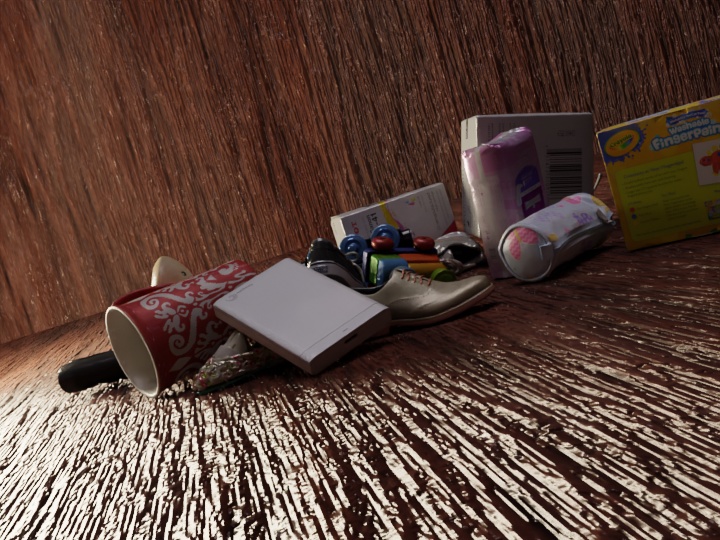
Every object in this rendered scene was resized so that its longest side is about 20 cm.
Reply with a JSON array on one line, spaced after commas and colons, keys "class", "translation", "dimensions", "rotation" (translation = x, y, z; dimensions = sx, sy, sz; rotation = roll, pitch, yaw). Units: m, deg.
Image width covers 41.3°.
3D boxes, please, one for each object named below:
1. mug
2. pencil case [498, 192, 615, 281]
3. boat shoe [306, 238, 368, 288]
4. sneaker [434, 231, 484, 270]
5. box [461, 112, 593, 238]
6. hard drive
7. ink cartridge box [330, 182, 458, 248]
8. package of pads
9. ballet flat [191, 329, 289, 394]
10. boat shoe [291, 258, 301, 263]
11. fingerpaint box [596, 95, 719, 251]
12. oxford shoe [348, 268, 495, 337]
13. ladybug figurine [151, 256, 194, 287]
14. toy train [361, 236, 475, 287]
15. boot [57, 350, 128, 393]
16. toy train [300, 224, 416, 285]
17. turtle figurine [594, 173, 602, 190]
[{"class": "mug", "translation": [-0.245, 0.056, 1.335], "dimensions": [0.199, 0.178, 0.134], "rotation": [-27, -24, -33]}, {"class": "pencil case", "translation": [0.277, -0.047, 1.332], "dimensions": [0.090, 0.084, 0.199], "rotation": [15, 25, 37]}, {"class": "boat shoe", "translation": [-0.031, 0.009, 1.390], "dimensions": [0.073, 0.069, 0.199], "rotation": [-10, -23, 19]}, {"class": "sneaker", "translation": [0.111, -0.016, 1.574], "dimensions": [0.199, 0.076, 0.092], "rotation": [-20, 11, -12]}, {"class": "box", "translation": [0.277, -0.159, 1.596], "dimensions": [0.198, 0.201, 0.131], "rotation": [-3, 5, -4]}, {"class": "hard drive", "translation": [-0.076, 0.052, 1.202], "dimensions": [0.132, 0.027, 0.199], "rotation": [-33, 38, -30]}, {"class": "ink cartridge box", "translation": [0.066, -0.054, 1.670], "dimensions": [0.199, 0.149, 0.086], "rotation": [-20, 5, -14]}, {"class": "package of pads", "translation": [0.221, -0.099, 1.399], "dimensions": [0.075, 0.202, 0.120], "rotation": [-5, 16, 41]}, {"class": "ballet flat", "translation": [-0.129, 0.098, 1.233], "dimensions": [0.199, 0.064, 0.076], "rotation": [-19, 7, -11]}, {"class": "boat shoe", "translation": [-0.104, 0.035, 1.447], "dimensions": [0.071, 0.065, 0.200], "rotation": [-28, 19, -4]}, {"class": "fingerpaint box", "translation": [0.433, -0.132, 1.252], "dimensions": [0.199, 0.168, 0.073], "rotation": [-14, 6, 31]}, {"class": "oxford shoe", "translation": [0.071, 0.031, 1.222], "dimensions": [0.198, 0.074, 0.071], "rotation": [-16, 6, 11]}, {"class": "ladybug figurine", "translation": [-0.308, 0.050, 1.572], "dimensions": [0.071, 0.137, 0.200], "rotation": [4, -17, -11]}, {"class": "toy train", "translation": [0.112, 0.003, 1.433], "dimensions": [0.198, 0.085, 0.116], "rotation": [-1, 17, -22]}, {"class": "boot", "translation": [-0.375, 0.143, 1.471], "dimensions": [0.198, 0.066, 0.165], "rotation": [-11, -6, 8]}, {"class": "toy train", "translation": [0.000, 0.000, 1.519], "dimensions": [0.198, 0.115, 0.087], "rotation": [-17, -2, 3]}, {"class": "turtle figurine", "translation": [0.412, -0.179, 1.891], "dimensions": [0.143, 0.201, 0.194], "rotation": [23, 17, 20]}]
